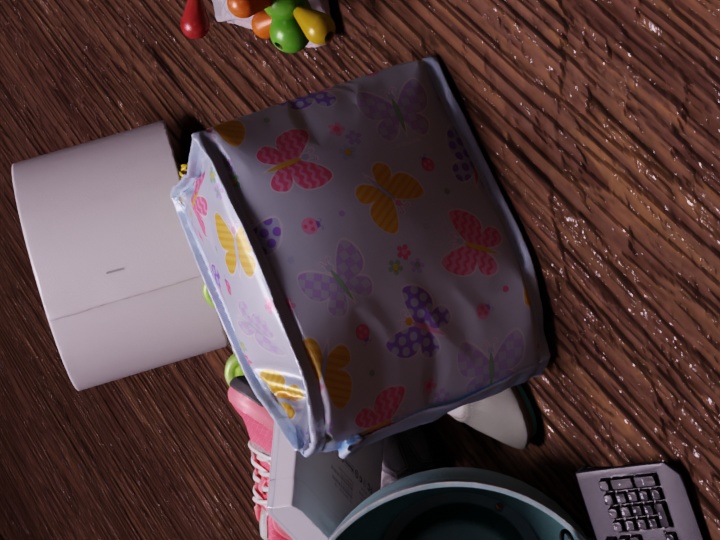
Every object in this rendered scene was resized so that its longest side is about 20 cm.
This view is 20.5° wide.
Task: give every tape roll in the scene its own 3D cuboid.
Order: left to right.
[{"bbox_3d":[-0.205,-0.013,1.706,0.203,0.138,0.205,164,90,-87],"label":"tape roll"}]

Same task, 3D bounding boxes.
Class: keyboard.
[{"bbox_3d":[0.162,0.207,1.117,0.104,0.039,0.202,-13,98,51],"label":"keyboard"}]

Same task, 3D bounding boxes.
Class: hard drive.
[{"bbox_3d":[-0.018,0.093,1.325,0.132,0.026,0.202,52,-145,-50],"label":"hard drive"}]

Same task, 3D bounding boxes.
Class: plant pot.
[{"bbox_3d":[0.061,0.209,1.243,0.134,0.198,0.202,-74,-33,-78],"label":"plant pot"}]

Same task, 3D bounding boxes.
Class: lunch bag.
[{"bbox_3d":[0.000,0.000,1.186,0.201,0.168,0.127,63,159,14],"label":"lunch bag"}]

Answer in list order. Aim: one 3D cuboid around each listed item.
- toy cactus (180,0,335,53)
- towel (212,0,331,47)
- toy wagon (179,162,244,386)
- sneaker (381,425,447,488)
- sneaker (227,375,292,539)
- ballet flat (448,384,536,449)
[{"bbox_3d":[-0.058,-0.217,1.228,0.199,0.101,0.167,2,94,59],"label":"toy cactus"},{"bbox_3d":[-0.084,-0.257,1.363,0.191,0.032,0.202,24,132,64],"label":"towel"},{"bbox_3d":[-0.102,0.007,1.607,0.155,0.039,0.202,-99,-5,-76],"label":"toy wagon"},{"bbox_3d":[0.029,0.185,1.445,0.098,0.070,0.202,-128,27,-45],"label":"sneaker"},{"bbox_3d":[-0.052,0.166,1.536,0.201,0.087,0.074,54,167,-32],"label":"sneaker"},{"bbox_3d":[0.039,0.044,1.286,0.201,0.063,0.068,58,158,29],"label":"ballet flat"}]
